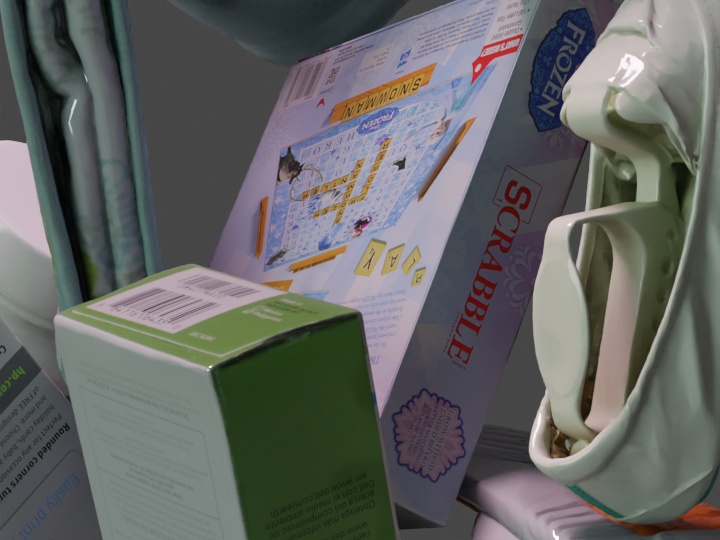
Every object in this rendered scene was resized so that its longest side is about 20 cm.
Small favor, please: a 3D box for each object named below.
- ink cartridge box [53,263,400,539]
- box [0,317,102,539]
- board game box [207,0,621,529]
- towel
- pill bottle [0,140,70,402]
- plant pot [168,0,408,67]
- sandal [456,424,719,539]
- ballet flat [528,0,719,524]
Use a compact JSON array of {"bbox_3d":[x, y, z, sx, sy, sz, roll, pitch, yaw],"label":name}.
[{"bbox_3d":[-0.034,0.106,0.884,0.104,0.059,0.202,14,119,55],"label":"ink cartridge box"},{"bbox_3d":[-0.161,0.118,1.050,0.156,0.200,0.041,-49,28,-22],"label":"box"},{"bbox_3d":[0.000,0.000,0.992,0.200,0.041,0.201,-12,52,61],"label":"board game box"},{"bbox_3d":[-0.107,-0.052,1.040,0.171,0.048,0.202,-121,24,-76],"label":"towel"},{"bbox_3d":[-0.185,0.046,1.233,0.200,0.113,0.114,-54,39,24],"label":"pill bottle"},{"bbox_3d":[-0.054,-0.204,1.149,0.200,0.134,0.202,-28,53,45],"label":"plant pot"},{"bbox_3d":[0.069,0.098,0.902,0.206,0.079,0.060,-155,70,-66],"label":"sandal"},{"bbox_3d":[0.089,-0.023,0.831,0.069,0.069,0.202,0,81,54],"label":"ballet flat"}]
